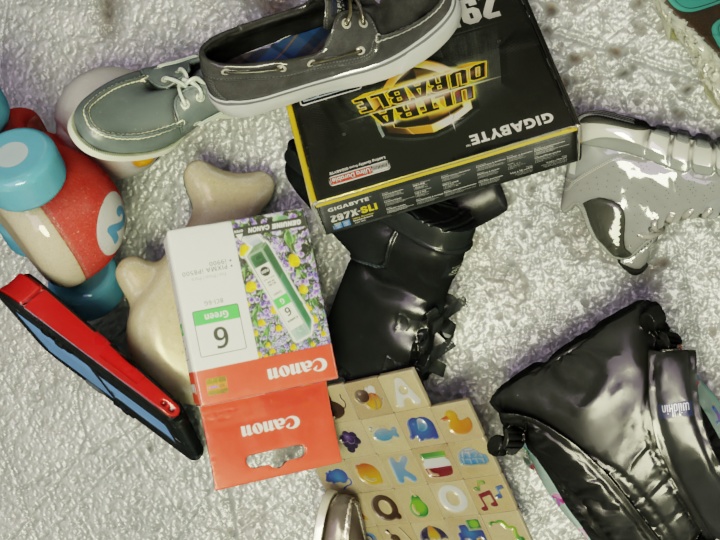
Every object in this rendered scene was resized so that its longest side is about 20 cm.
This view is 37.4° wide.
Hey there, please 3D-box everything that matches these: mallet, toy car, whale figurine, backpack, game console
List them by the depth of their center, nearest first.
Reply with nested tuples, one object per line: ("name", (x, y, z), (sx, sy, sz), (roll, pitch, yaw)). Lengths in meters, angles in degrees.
("backpack", (0.213, 0.137, 0.792), (0.167, 0.127, 0.200), (-36, 84, 23))
("mallet", (0.063, -0.127, 0.861), (0.066, 0.041, 0.200), (-17, 86, 17))
("game console", (-0.207, 0.086, 0.869), (0.177, 0.200, 0.031), (39, 74, 10))
("toy car", (-0.216, -0.098, 0.881), (0.200, 0.184, 0.177), (-37, 59, -17))
("whale figurine", (-0.124, 0.013, 0.890), (0.159, 0.104, 0.200), (7, 82, -12))

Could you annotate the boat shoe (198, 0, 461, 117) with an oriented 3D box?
("boat shoe", (-0.024, -0.175, 0.774), (0.200, 0.066, 0.070), (-17, 60, 3))

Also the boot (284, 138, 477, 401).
("boot", (0.000, 0.000, 0.861), (0.198, 0.073, 0.163), (32, 122, 29))

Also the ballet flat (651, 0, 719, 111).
("ballet flat", (0.256, -0.173, 0.783), (0.072, 0.072, 0.200), (-27, 63, 15))

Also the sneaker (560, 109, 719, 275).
("sneaker", (0.247, -0.045, 0.806), (0.200, 0.075, 0.116), (18, 107, 17))

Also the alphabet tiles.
("alphabet tiles", (0.041, 0.173, 0.857), (0.166, 0.006, 0.200), (-16, 106, 34))

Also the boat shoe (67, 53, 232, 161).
("boat shoe", (-0.135, -0.144, 0.830), (0.073, 0.200, 0.062), (56, 142, 10))

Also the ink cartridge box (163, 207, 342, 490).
("ink cartridge box", (-0.078, 0.060, 0.815), (0.109, 0.050, 0.200), (-11, 85, -14))

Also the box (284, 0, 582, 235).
("box", (0.046, -0.129, 0.801), (0.200, 0.049, 0.160), (-16, 58, 2))

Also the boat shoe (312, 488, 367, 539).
("boat shoe", (-0.002, 0.277, 0.880), (0.059, 0.072, 0.200), (2, 103, 20))
